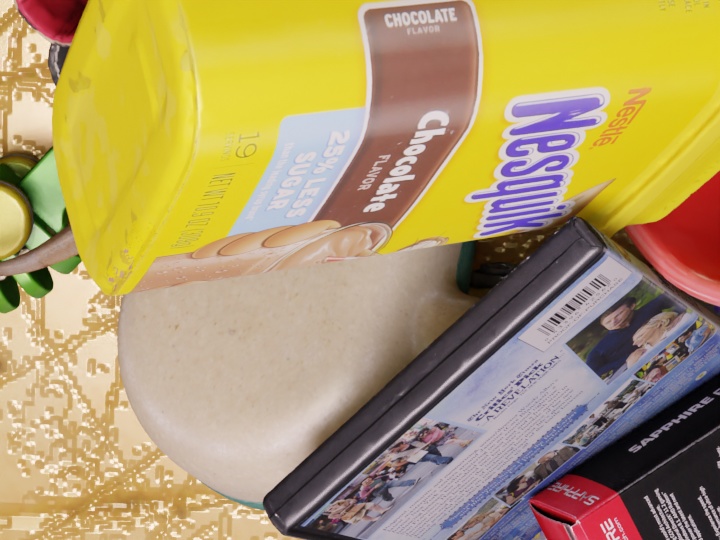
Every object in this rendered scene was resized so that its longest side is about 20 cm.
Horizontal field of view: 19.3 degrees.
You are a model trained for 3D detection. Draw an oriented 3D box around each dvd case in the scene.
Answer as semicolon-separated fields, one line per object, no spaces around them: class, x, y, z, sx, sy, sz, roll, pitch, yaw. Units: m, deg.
dvd case;0.060;0.053;0.762;0.143;0.200;0.018;-42;66;10

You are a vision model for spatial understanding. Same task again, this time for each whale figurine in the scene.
whale figurine;0.000;0.000;0.811;0.159;0.104;0.201;30;81;32

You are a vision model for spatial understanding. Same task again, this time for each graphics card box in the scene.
graphics card box;0.177;0.093;0.821;0.199;0.051;0.126;-32;102;-14

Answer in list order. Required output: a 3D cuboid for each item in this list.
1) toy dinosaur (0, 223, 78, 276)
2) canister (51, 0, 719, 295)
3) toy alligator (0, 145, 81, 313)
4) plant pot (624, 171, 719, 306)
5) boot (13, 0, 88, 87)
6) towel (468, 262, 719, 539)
toy dinosaur;-0.062;-0.035;0.757;0.199;0.106;0.061;-34;95;-7
canister;0.017;-0.058;0.652;0.199;0.149;0.087;-9;71;-24
toy alligator;-0.177;0.004;0.835;0.199;0.059;0.055;-24;103;7
plant pot;0.206;-0.078;0.731;0.176;0.200;0.202;6;106;-31
boot;-0.072;-0.110;0.738;0.200;0.151;0.073;-37;90;31
towel;0.114;0.089;0.871;0.142;0.023;0.202;-1;104;1
